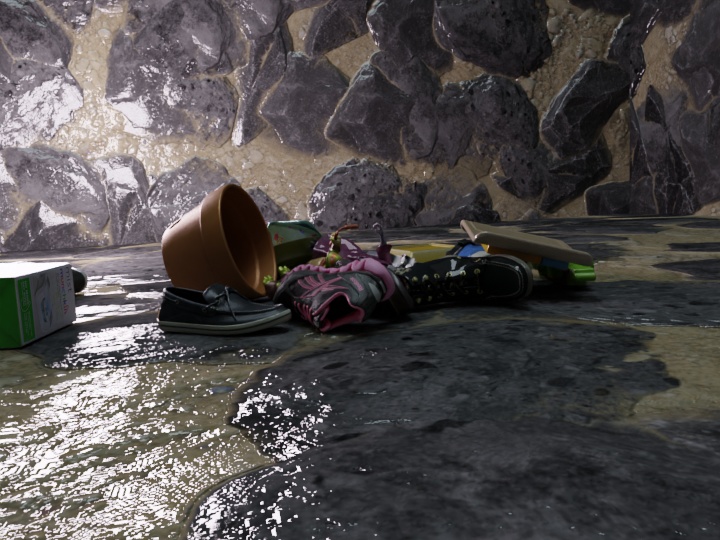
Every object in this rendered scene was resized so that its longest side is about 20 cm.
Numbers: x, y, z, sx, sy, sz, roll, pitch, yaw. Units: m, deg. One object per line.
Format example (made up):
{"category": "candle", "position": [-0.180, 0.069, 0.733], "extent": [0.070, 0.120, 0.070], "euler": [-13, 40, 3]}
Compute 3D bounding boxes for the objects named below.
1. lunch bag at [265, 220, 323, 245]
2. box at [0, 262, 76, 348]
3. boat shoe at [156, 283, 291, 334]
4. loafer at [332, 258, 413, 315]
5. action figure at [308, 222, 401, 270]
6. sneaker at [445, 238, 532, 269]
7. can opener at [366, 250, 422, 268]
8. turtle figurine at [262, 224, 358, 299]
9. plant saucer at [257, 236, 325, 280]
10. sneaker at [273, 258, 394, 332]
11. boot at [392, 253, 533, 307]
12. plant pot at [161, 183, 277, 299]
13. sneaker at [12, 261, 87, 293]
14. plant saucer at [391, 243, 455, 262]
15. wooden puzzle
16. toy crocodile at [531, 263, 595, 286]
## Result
{"category": "lunch bag", "position": [-0.187, -0.059, 1.534], "extent": [0.198, 0.125, 0.169], "euler": [2, -1, -41]}
{"category": "box", "position": [-0.533, 0.046, 0.893], "extent": [0.196, 0.099, 0.177], "euler": [-3, 6, -2]}
{"category": "boat shoe", "position": [-0.189, 0.051, 0.867], "extent": [0.196, 0.064, 0.074], "euler": [1, 6, 17]}
{"category": "loafer", "position": [0.004, 0.037, 0.942], "extent": [0.071, 0.074, 0.199], "euler": [-42, 25, -20]}
{"category": "action figure", "position": [0.000, 0.000, 1.189], "extent": [0.197, 0.151, 0.134], "euler": [21, 43, 24]}
{"category": "sneaker", "position": [0.250, -0.027, 1.253], "extent": [0.197, 0.078, 0.110], "euler": [-15, 22, -34]}
{"category": "can opener", "position": [0.064, -0.004, 1.319], "extent": [0.066, 0.053, 0.199], "euler": [33, -9, -27]}
{"category": "turtle figurine", "position": [-0.080, -0.002, 1.089], "extent": [0.159, 0.065, 0.201], "euler": [-20, 24, 35]}
{"category": "plant saucer", "position": [-0.144, -0.016, 1.291], "extent": [0.196, 0.032, 0.200], "euler": [-17, -11, -3]}
{"category": "sneaker", "position": [-0.052, 0.044, 0.856], "extent": [0.197, 0.080, 0.096], "euler": [-13, 33, 37]}
{"category": "boot", "position": [0.139, 0.022, 0.955], "extent": [0.152, 0.075, 0.202], "euler": [-13, 12, -35]}
{"category": "plant pot", "position": [-0.251, -0.032, 1.115], "extent": [0.138, 0.204, 0.200], "euler": [-18, 3, 13]}
{"category": "sneaker", "position": [-0.653, 0.020, 1.257], "extent": [0.196, 0.072, 0.099], "euler": [1, 2, -5]}
{"category": "plant saucer", "position": [0.141, -0.031, 1.461], "extent": [0.196, 0.050, 0.199], "euler": [-6, 7, -26]}
{"category": "wooden puzzle", "position": [0.260, -0.041, 1.040], "extent": [0.181, 0.038, 0.200], "euler": [12, 9, 0]}
{"category": "toy crocodile", "position": [0.358, -0.003, 1.137], "extent": [0.066, 0.063, 0.200], "euler": [-3, 12, -8]}
